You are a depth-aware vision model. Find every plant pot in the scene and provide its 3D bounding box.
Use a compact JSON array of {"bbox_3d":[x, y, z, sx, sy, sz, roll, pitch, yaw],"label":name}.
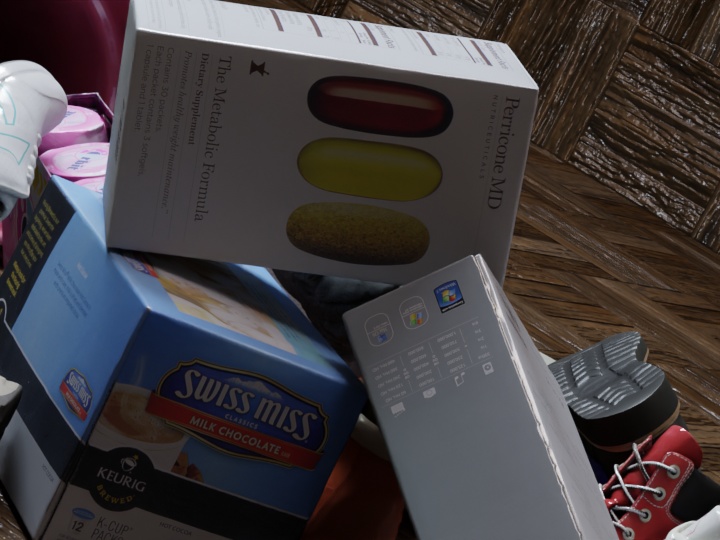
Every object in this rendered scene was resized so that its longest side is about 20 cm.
[{"bbox_3d":[-0.254,-0.127,1.884,0.199,0.201,0.179,19,-2,-39],"label":"plant pot"}]

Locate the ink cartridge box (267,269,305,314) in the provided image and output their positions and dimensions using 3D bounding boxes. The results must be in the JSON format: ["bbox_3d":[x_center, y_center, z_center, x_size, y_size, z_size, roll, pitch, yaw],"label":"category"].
[{"bbox_3d":[-0.044,-0.036,1.744,0.159,0.201,0.047,-14,27,-16],"label":"ink cartridge box"}]

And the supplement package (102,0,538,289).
[{"bbox_3d":[-0.023,-0.065,1.455,0.199,0.114,0.110,7,15,-8],"label":"supplement package"}]

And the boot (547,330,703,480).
[{"bbox_3d":[0.170,0.121,1.764,0.139,0.077,0.200,62,4,-11],"label":"boot"}]

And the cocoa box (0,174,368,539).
[{"bbox_3d":[-0.105,0.059,1.464,0.133,0.132,0.200,22,12,-26],"label":"cocoa box"}]

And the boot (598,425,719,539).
[{"bbox_3d":[0.118,0.143,1.590,0.072,0.145,0.200,35,14,36],"label":"boot"}]

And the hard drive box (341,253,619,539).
[{"bbox_3d":[0.075,0.119,1.404,0.156,0.076,0.201,55,13,-56],"label":"hard drive box"}]

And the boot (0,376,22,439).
[{"bbox_3d":[-0.241,0.048,1.333,0.150,0.073,0.200,29,7,2],"label":"boot"}]

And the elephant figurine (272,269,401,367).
[{"bbox_3d":[0.000,0.000,1.592,0.141,0.155,0.200,40,27,-7],"label":"elephant figurine"}]

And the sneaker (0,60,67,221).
[{"bbox_3d":[-0.213,-0.060,1.611,0.080,0.070,0.200,45,27,6],"label":"sneaker"}]

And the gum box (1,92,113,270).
[{"bbox_3d":[-0.162,-0.020,1.712,0.066,0.114,0.200,-6,22,-17],"label":"gum box"}]

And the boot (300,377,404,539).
[{"bbox_3d":[-0.020,0.099,1.566,0.075,0.108,0.200,19,11,-25],"label":"boot"}]

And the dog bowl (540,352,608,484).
[{"bbox_3d":[0.089,0.101,1.903,0.199,0.079,0.200,27,10,-5],"label":"dog bowl"}]

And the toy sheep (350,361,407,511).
[{"bbox_3d":[0.041,0.087,1.721,0.199,0.138,0.138,28,10,4],"label":"toy sheep"}]

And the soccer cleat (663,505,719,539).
[{"bbox_3d":[0.160,0.166,1.507,0.199,0.087,0.070,-12,19,-1],"label":"soccer cleat"}]
